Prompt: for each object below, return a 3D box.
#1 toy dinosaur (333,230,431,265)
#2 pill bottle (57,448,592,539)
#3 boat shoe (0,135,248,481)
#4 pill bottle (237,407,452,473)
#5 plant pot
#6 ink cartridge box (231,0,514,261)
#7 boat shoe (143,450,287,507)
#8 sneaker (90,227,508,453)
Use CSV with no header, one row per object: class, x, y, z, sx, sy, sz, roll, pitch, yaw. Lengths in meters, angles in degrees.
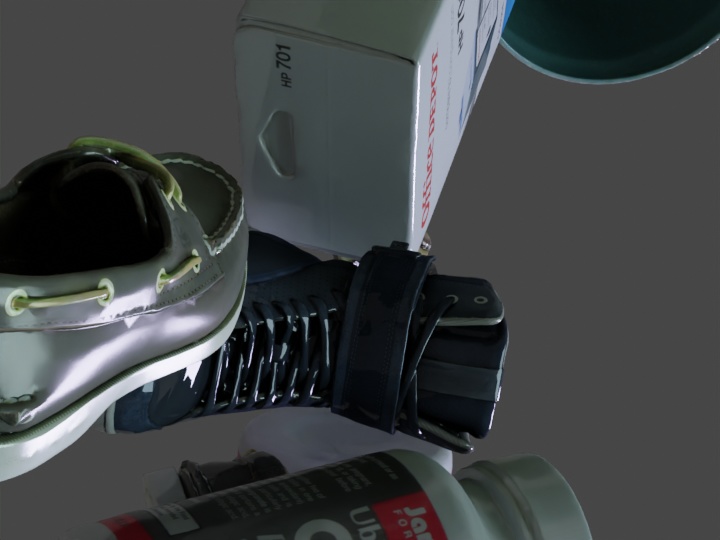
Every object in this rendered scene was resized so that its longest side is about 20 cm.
toy dinosaur,0.000,0.000,1.082,0.200,0.047,0.089,12,84,-78
pill bottle,-0.012,0.132,0.735,0.111,0.198,0.112,168,-90,-67
boat shoe,-0.080,-0.004,0.574,0.202,0.072,0.061,-44,153,-63
pill bottle,-0.016,0.182,1.002,0.113,0.112,0.202,-38,135,-73
plant pot,0.152,-0.239,1.210,0.135,0.198,0.202,-106,-161,-52
ink cartridge box,0.016,-0.125,0.872,0.147,0.085,0.201,91,16,-54
boat shoe,-0.055,0.147,0.867,0.202,0.060,0.073,86,-16,-56
sneaker,-0.018,0.032,0.756,0.202,0.145,0.078,-37,143,-71
